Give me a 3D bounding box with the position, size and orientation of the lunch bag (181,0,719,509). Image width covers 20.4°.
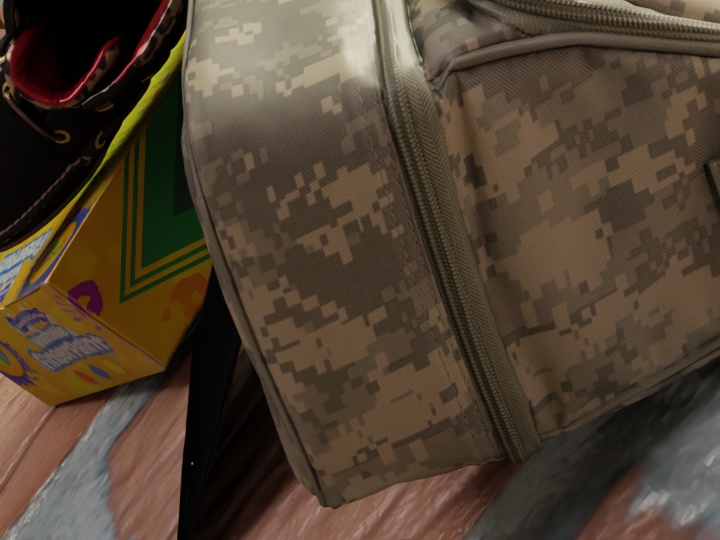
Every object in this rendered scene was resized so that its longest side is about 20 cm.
[{"bbox_3d":[0.044,-0.049,0.577,0.166,0.140,0.200,-15,28,6],"label":"lunch bag"}]

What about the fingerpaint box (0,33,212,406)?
[{"bbox_3d":[-0.112,-0.026,0.996,0.168,0.073,0.200,-60,16,-21],"label":"fingerpaint box"}]

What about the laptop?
[{"bbox_3d":[0.000,0.000,0.788,0.198,0.117,0.188,-20,26,7],"label":"laptop"}]

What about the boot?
[{"bbox_3d":[-0.126,-0.086,0.851,0.200,0.073,0.151,-49,5,6],"label":"boot"}]
